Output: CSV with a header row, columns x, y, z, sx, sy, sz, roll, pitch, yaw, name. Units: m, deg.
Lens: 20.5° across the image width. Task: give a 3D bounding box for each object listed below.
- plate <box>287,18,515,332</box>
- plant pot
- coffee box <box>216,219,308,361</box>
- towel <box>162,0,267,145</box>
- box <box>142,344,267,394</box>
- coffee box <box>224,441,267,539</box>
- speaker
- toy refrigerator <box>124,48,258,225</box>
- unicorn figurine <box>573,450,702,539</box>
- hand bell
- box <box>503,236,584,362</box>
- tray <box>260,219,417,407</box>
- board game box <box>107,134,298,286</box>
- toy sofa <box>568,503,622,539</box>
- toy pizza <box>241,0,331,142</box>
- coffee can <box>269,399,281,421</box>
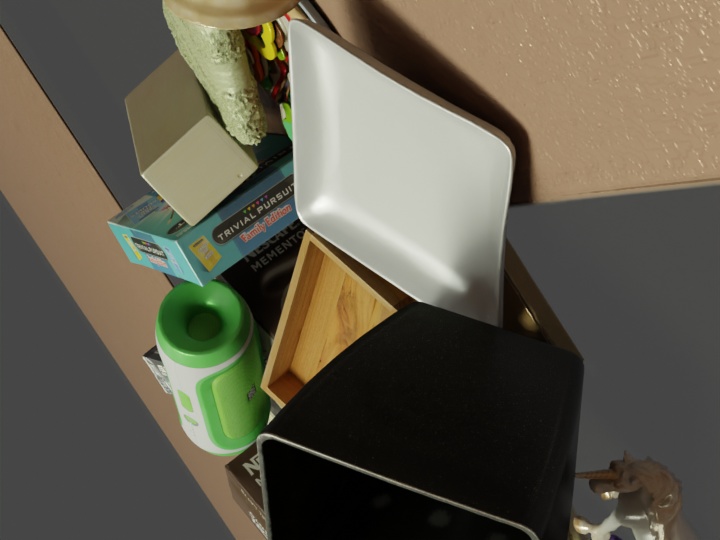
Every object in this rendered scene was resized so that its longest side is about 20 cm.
x,y,z,sx,sy,sz,roll,pitch,yaw,name
0.032,-0.065,1.388,0.199,0.032,0.200,33,146,27,plate
0.061,0.144,1.380,0.198,0.178,0.201,18,139,18,plant pot
-0.029,0.044,1.725,0.200,0.113,0.080,46,162,24,coffee box
-0.130,-0.200,1.572,0.149,0.036,0.200,74,168,-45,towel
-0.114,0.064,1.928,0.050,0.157,0.200,57,165,-13,box
-0.007,0.166,1.749,0.114,0.199,0.080,48,163,22,coffee box
-0.125,0.086,1.713,0.088,0.088,0.200,47,163,24,speaker
-0.142,-0.114,1.665,0.070,0.076,0.200,46,-172,-24,toy refrigerator
0.209,0.190,1.439,0.200,0.074,0.137,43,157,-11,unicorn figurine
-0.093,-0.276,1.347,0.104,0.104,0.201,41,147,38,hand bell
0.061,0.000,1.472,0.201,0.021,0.163,57,150,-10,box
-0.016,0.056,1.562,0.099,0.037,0.201,41,141,19,tray
-0.118,-0.058,1.703,0.047,0.151,0.200,59,163,-17,board game box
0.157,0.279,1.654,0.083,0.097,0.201,-113,21,-55,toy sofa
-0.056,-0.155,1.540,0.200,0.032,0.201,49,163,20,toy pizza
0.002,0.188,1.867,0.200,0.146,0.147,47,163,22,coffee can
